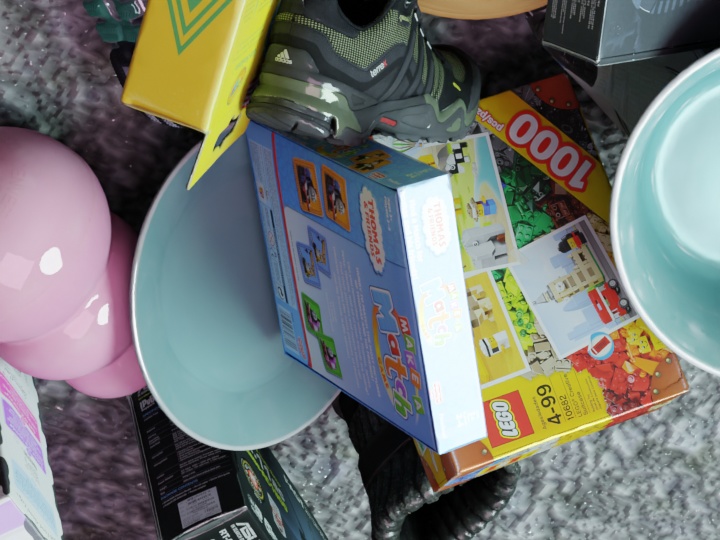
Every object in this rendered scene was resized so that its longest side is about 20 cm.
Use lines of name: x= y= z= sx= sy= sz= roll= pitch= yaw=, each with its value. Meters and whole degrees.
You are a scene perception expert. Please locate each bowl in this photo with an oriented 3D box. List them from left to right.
bowl: x=0.230 y=-0.044 z=1.490 sx=0.200 sy=0.105 sz=0.202 roll=-1 pitch=105 yaw=-5

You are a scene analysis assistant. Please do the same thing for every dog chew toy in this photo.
dog chew toy: x=-0.178 y=0.006 z=1.526 sx=0.124 sy=0.125 sz=0.200 roll=-32 pitch=135 yaw=10

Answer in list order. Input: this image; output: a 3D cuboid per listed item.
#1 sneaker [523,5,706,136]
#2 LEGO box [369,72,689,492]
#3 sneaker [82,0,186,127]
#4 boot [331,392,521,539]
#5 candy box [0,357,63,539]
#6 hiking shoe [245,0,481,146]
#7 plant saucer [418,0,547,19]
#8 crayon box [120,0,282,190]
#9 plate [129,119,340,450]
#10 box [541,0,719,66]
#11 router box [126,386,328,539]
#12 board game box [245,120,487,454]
sneaker: x=0.151 y=-0.138 z=1.545 sx=0.072 sy=0.073 sz=0.200 roll=-33 pitch=113 yaw=15
LEGO box: x=0.081 y=0.007 z=1.531 sx=0.148 sy=0.201 sz=0.077 roll=-19 pitch=170 yaw=-13
sneaker: x=-0.118 y=-0.181 z=1.448 sx=0.087 sy=0.074 sz=0.200 roll=-41 pitch=124 yaw=-29
boot: x=0.056 y=0.060 z=1.600 sx=0.079 sy=0.158 sz=0.212 roll=12 pitch=122 yaw=-23
candy box: x=-0.268 y=0.125 z=1.533 sx=0.167 sy=0.200 sz=0.072 roll=-28 pitch=128 yaw=5
hiking shoe: x=0.016 y=-0.124 z=1.434 sx=0.200 sy=0.076 sz=0.101 roll=-13 pitch=118 yaw=-61
plant saucer: x=0.066 y=-0.226 z=1.440 sx=0.199 sy=0.037 sz=0.201 roll=-1 pitch=119 yaw=-1
crayon box: x=-0.067 y=-0.153 z=1.351 sx=0.051 sy=0.127 sz=0.201 roll=19 pitch=109 yaw=6
plate: x=-0.065 y=0.006 z=1.556 sx=0.200 sy=0.026 sz=0.201 roll=-11 pitch=106 yaw=-44
box: x=0.179 y=-0.220 z=1.428 sx=0.160 sy=0.043 sz=0.201 roll=-12 pitch=117 yaw=-42
router box: x=-0.069 y=0.172 z=1.654 sx=0.062 sy=0.150 sz=0.200 roll=-26 pitch=129 yaw=5
board game box: x=0.000 y=0.000 z=1.460 sx=0.036 sy=0.200 sz=0.152 roll=-17 pitch=111 yaw=-21
